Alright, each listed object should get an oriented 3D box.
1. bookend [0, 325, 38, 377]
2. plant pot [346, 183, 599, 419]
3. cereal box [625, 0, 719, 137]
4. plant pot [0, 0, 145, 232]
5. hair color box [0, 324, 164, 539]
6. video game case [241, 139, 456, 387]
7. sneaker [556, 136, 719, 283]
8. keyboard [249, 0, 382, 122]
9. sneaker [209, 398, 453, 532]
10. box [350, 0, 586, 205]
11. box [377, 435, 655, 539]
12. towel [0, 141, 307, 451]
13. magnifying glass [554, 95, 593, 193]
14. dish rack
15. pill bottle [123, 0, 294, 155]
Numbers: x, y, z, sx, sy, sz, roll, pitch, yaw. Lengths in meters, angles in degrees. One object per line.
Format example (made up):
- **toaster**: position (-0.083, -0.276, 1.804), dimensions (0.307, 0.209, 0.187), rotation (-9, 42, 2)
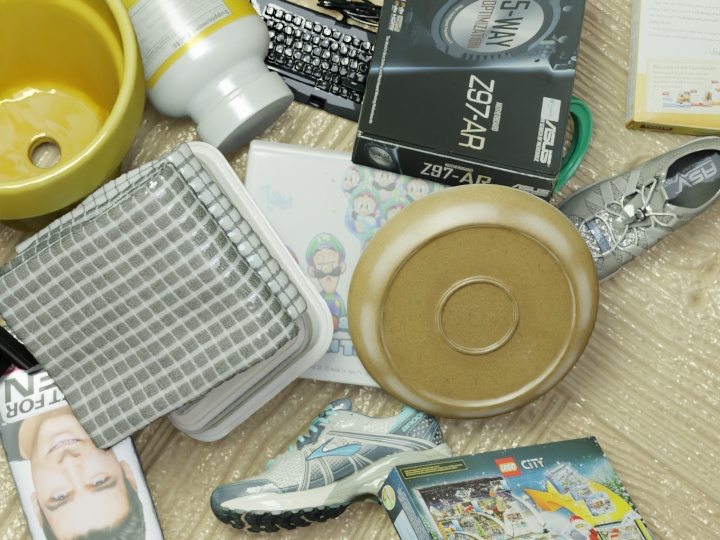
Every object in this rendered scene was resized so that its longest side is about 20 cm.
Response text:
- **bookend**: position (-0.387, 0.075, 1.623), dimensions (0.198, 0.092, 0.200), rotation (36, 82, 27)
- **plant pot**: position (0.089, 0.031, 1.659), dimensions (0.199, 0.028, 0.201), rotation (-3, 114, -6)
- **cereal box**: position (0.298, -0.213, 1.783), dimensions (0.143, 0.040, 0.201), rotation (6, 83, -5)
- **plant pot**: position (-0.256, -0.120, 1.634), dimensions (0.199, 0.189, 0.202), rotation (-1, 71, 2)
- **hair color box**: position (-0.230, 0.134, 1.688), dimensions (0.098, 0.061, 0.201), rotation (-18, 87, -7)
- **video game case**: position (0.000, 0.000, 1.685), dimensions (0.199, 0.024, 0.183), rotation (7, 103, -4)
- **sneaker**: position (0.224, -0.054, 1.738), dimensions (0.200, 0.082, 0.075), rotation (-35, 88, -8)
- **keyboard**: position (-0.020, -0.184, 1.750), dimensions (0.199, 0.040, 0.105), rotation (19, 84, -4)
- **sneaker**: position (-0.027, 0.152, 1.708), dimensions (0.199, 0.078, 0.087), rotation (-12, 74, -13)
- **box**: position (0.088, -0.160, 1.680), dimensions (0.159, 0.044, 0.201), rotation (13, 62, -1)
- **box**: position (0.128, 0.203, 1.654), dimensions (0.199, 0.038, 0.137), rotation (-5, 50, -33)
- **towel**: position (-0.163, 0.025, 1.577), dimensions (0.199, 0.086, 0.166), rotation (-32, 109, 24)
- **magnifying glass**: position (0.125, -0.054, 1.743), dimensions (0.022, 0.079, 0.201), rotation (35, 93, 39)
- **dish rack**: position (-0.133, 0.020, 1.668), dimensions (0.171, 0.043, 0.201), rotation (-39, 80, 26)
- **pill bottle**: position (-0.142, -0.193, 1.695), dimensions (0.112, 0.112, 0.200), rotation (-35, 83, -8)
